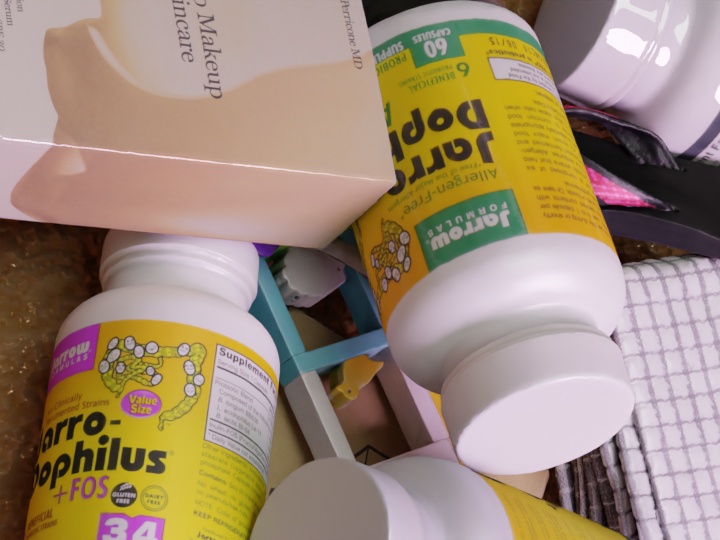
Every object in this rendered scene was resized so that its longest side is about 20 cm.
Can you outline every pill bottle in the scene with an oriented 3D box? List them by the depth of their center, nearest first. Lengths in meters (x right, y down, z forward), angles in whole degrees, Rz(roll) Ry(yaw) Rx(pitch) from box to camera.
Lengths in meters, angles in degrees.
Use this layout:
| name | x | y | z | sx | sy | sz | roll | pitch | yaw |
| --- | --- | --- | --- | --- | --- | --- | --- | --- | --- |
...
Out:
| name | x | y | z | sx | sy | sz | roll | pitch | yaw |
| --- | --- | --- | --- | --- | --- | --- | --- | --- | --- |
| pill bottle | 0.044 | 0.146 | 1.247 | 0.200 | 0.112 | 0.113 | 26 | 61 | -46 |
| pill bottle | -0.091 | 0.078 | 1.251 | 0.104 | 0.104 | 0.201 | 19 | 58 | -23 |
| pill bottle | 0.056 | -0.013 | 1.282 | 0.112 | 0.113 | 0.201 | 2 | 55 | -28 |
| pill bottle | 0.194 | -0.099 | 1.459 | 0.199 | 0.119 | 0.120 | 23 | 65 | -21 |

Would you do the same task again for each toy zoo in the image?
| name | x | y | z | sx | sy | sz | roll | pitch | yaw |
| --- | --- | --- | --- | --- | --- | --- | --- | --- | --- |
| toy zoo | 0.013 | 0.031 | 1.354 | 0.131 | 0.020 | 0.201 | -16 | 76 | -39 |

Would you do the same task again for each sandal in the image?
| name | x | y | z | sx | sy | sz | roll | pitch | yaw |
| --- | --- | --- | --- | --- | --- | --- | --- | --- | --- |
| sandal | 0.124 | -0.051 | 1.390 | 0.199 | 0.045 | 0.075 | 11 | 45 | 0 |

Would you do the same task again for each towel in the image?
| name | x | y | z | sx | sy | sz | roll | pitch | yaw |
| --- | --- | --- | --- | --- | --- | --- | --- | --- | --- |
| towel | 0.175 | 0.092 | 1.408 | 0.165 | 0.085 | 0.201 | -10 | 82 | -33 |

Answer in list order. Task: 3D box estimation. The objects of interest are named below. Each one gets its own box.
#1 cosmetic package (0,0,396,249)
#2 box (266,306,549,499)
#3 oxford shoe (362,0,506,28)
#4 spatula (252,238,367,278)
| name | x | y | z | sx | sy | sz | roll | pitch | yaw |
| --- | --- | --- | --- | --- | --- | --- | --- | --- | --- |
| cosmetic package | -0.090 | -0.076 | 1.231 | 0.199 | 0.071 | 0.106 | 4 | 63 | -34 |
| box | -0.007 | 0.142 | 1.332 | 0.163 | 0.021 | 0.201 | 33 | 61 | -17 |
| oxford shoe | 0.003 | -0.142 | 1.377 | 0.200 | 0.071 | 0.072 | 11 | 45 | -52 |
| spatula | 0.000 | 0.000 | 1.334 | 0.200 | 0.021 | 0.057 | 39 | 49 | -12 |
